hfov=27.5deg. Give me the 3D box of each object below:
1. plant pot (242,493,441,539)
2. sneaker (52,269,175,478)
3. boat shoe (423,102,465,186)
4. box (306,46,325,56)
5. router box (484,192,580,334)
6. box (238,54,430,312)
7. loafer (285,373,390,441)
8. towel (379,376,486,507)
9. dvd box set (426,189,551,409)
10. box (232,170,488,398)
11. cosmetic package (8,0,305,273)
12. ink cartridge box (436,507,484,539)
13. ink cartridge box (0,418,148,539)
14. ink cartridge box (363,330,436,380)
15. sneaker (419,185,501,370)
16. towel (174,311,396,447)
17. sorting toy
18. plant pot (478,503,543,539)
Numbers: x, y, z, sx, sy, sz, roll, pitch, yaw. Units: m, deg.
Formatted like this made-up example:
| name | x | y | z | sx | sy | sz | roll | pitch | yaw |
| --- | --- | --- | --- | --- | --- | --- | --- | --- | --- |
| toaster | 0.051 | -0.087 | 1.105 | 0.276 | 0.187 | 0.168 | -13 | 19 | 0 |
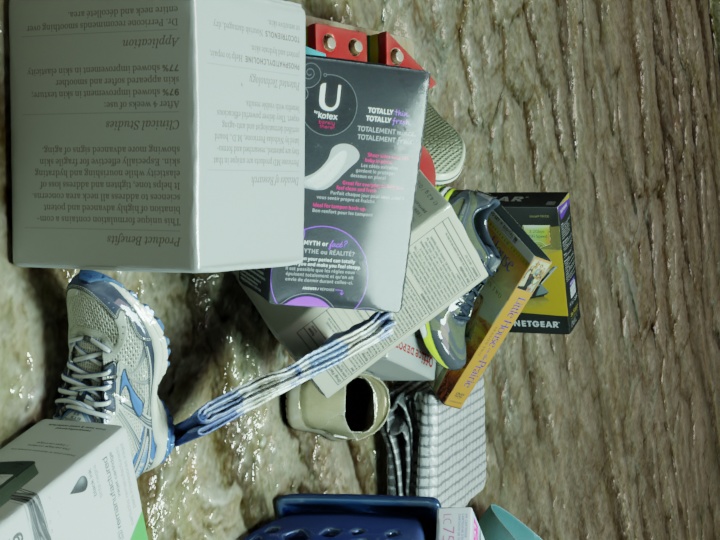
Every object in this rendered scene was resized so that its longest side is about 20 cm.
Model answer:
| name | x | y | z | sx | sy | sz | roll | pitch | yaw |
| --- | --- | --- | --- | --- | --- | --- | --- | --- | --- |
| plant pot | -0.008 | 0.325 | 1.419 | 0.180 | 0.198 | 0.202 | -58 | 142 | -58 |
| sneaker | -0.194 | 0.093 | 1.125 | 0.085 | 0.077 | 0.201 | -46 | 140 | -41 |
| boat shoe | 0.067 | -0.132 | 1.615 | 0.200 | 0.074 | 0.063 | -114 | -151 | -61 |
| box | -0.109 | -0.182 | 1.290 | 0.200 | 0.082 | 0.050 | 6 | 85 | -65 |
| router box | 0.151 | -0.010 | 1.723 | 0.052 | 0.198 | 0.159 | -44 | 130 | -57 |
| box | -0.025 | -0.075 | 1.226 | 0.106 | 0.121 | 0.202 | -152 | -112 | -69 |
| loafer | -0.010 | 0.144 | 1.541 | 0.200 | 0.068 | 0.076 | 9 | 84 | -65 |
| towel | 0.084 | 0.205 | 1.735 | 0.200 | 0.085 | 0.167 | -21 | 112 | -65 |
| dvd box set | 0.120 | 0.031 | 1.637 | 0.029 | 0.147 | 0.201 | 16 | 115 | -35 |
| box | 0.000 | 0.000 | 1.385 | 0.199 | 0.109 | 0.128 | -37 | 141 | -2 |
| cosmetic package | -0.150 | -0.104 | 1.107 | 0.166 | 0.166 | 0.202 | -8 | 100 | -64 |
| ink cartridge box | 0.106 | 0.324 | 1.421 | 0.201 | 0.042 | 0.120 | 70 | 21 | -55 |
| ink cartridge box | -0.238 | 0.214 | 1.034 | 0.200 | 0.083 | 0.147 | -41 | 127 | -57 |
| ink cartridge box | 0.031 | 0.011 | 1.602 | 0.146 | 0.082 | 0.202 | 28 | 66 | -63 |
| sneaker | 0.107 | 0.007 | 1.572 | 0.074 | 0.080 | 0.202 | 1 | 89 | -64 |
| towel | -0.074 | 0.094 | 1.238 | 0.199 | 0.147 | 0.024 | -27 | 88 | -26 |
| sorting toy | -0.001 | -0.147 | 1.449 | 0.198 | 0.069 | 0.202 | 3 | 84 | -45 |
| plant pot | 0.200 | 0.421 | 1.911 | 0.135 | 0.200 | 0.200 | -48 | 151 | 4 |
